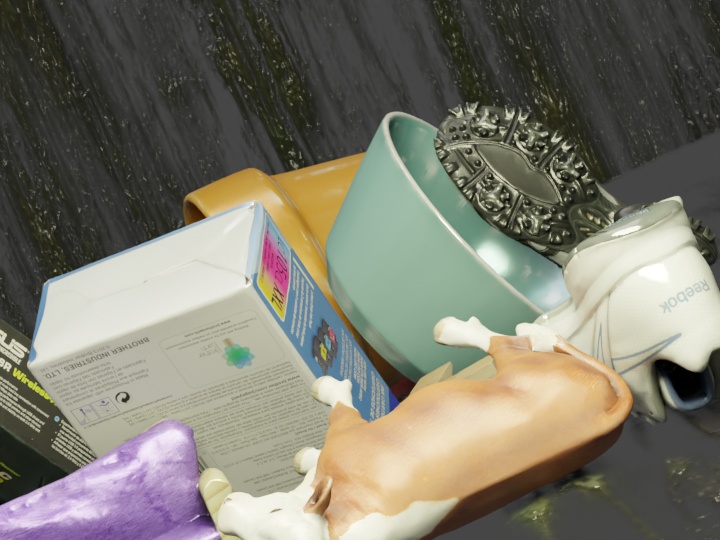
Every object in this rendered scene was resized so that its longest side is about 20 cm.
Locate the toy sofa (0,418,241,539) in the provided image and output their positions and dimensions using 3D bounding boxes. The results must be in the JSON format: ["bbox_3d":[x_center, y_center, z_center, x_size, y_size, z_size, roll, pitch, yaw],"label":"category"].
[{"bbox_3d":[-0.152,0.153,1.335,0.200,0.098,0.083,-24,2,-4],"label":"toy sofa"}]

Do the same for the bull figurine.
[{"bbox_3d":[0.025,0.084,1.256,0.200,0.065,0.121,-19,29,-9],"label":"bull figurine"}]

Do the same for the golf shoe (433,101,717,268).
[{"bbox_3d":[0.129,-0.031,1.745,0.078,0.200,0.094,-55,-2,-16],"label":"golf shoe"}]

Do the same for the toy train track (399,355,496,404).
[{"bbox_3d":[0.005,0.109,1.587,0.200,0.033,0.115,-30,7,22],"label":"toy train track"}]

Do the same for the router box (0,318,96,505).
[{"bbox_3d":[-0.210,0.112,1.704,0.150,0.200,0.062,-23,36,53],"label":"router box"}]

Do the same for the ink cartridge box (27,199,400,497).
[{"bbox_3d":[-0.064,0.076,1.424,0.136,0.200,0.076,-20,33,21],"label":"ink cartridge box"}]

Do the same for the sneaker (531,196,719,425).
[{"bbox_3d":[0.131,0.039,1.298,0.074,0.087,0.200,-27,-16,-9],"label":"sneaker"}]

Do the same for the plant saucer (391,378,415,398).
[{"bbox_3d":[0.108,0.037,2.036,0.200,0.037,0.199,-26,3,-42],"label":"plant saucer"}]

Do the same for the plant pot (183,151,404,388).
[{"bbox_3d":[0.000,0.000,1.915,0.183,0.200,0.200,-26,2,-11],"label":"plant pot"}]

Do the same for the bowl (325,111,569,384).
[{"bbox_3d":[0.055,0.005,1.759,0.105,0.201,0.201,-46,-4,16],"label":"bowl"}]
